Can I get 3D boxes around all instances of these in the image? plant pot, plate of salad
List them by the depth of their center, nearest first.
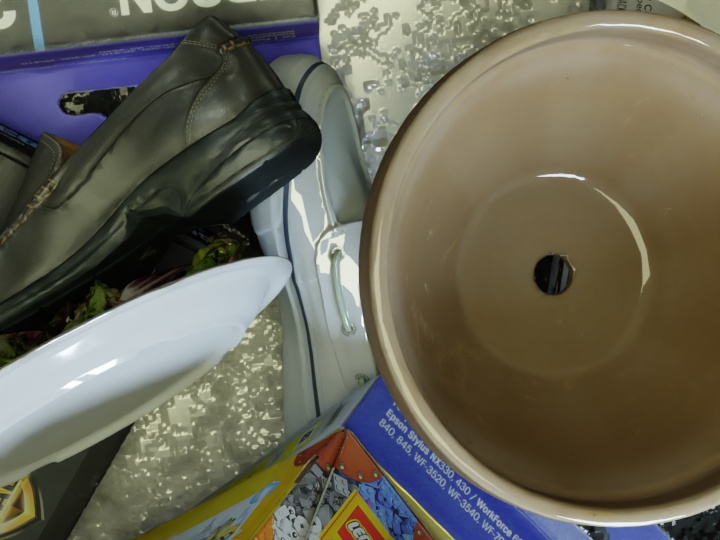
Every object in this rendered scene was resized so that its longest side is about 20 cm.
[{"bbox_3d":[0.090,0.000,0.867,0.201,0.093,0.201,0,89,-15],"label":"plant pot"},{"bbox_3d":[-0.119,0.039,0.873,0.200,0.200,0.048,-31,80,5],"label":"plate of salad"}]

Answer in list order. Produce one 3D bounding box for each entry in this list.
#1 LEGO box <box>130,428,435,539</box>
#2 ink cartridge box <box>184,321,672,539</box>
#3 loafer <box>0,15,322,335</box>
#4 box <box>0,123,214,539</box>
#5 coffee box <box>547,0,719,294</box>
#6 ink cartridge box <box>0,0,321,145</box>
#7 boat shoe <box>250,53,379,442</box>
[{"bbox_3d":[-0.082,0.167,0.908,0.200,0.149,0.077,-30,101,36],"label":"LEGO box"},{"bbox_3d":[0.037,0.145,0.965,0.198,0.047,0.200,45,130,-9],"label":"ink cartridge box"},{"bbox_3d":[-0.114,-0.028,0.912,0.200,0.073,0.072,-33,79,5],"label":"loafer"},{"bbox_3d":[-0.194,0.029,0.965,0.198,0.050,0.200,28,100,-20],"label":"box"},{"bbox_3d":[0.151,-0.053,0.957,0.113,0.080,0.200,8,101,0],"label":"coffee box"},{"bbox_3d":[-0.120,-0.145,0.955,0.198,0.043,0.200,-7,103,1],"label":"ink cartridge box"},{"bbox_3d":[0.000,0.000,0.965,0.067,0.074,0.200,4,115,26],"label":"boat shoe"}]
